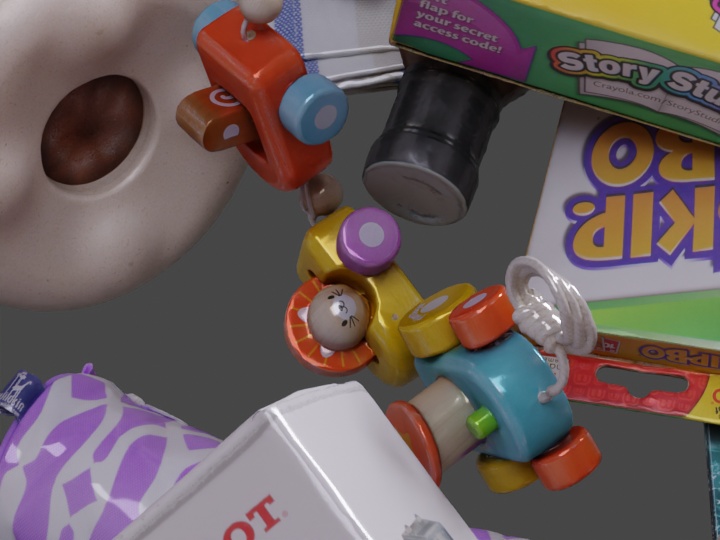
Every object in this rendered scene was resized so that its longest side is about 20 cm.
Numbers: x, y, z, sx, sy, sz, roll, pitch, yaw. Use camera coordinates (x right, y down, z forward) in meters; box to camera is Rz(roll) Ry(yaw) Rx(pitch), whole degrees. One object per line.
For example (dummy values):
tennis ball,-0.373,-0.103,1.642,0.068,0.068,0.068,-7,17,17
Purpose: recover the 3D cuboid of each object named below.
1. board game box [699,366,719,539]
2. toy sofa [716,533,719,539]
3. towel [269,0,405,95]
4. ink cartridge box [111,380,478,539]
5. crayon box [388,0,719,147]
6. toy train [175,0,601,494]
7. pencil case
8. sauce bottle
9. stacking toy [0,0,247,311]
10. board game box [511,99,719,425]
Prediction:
board game box,0.184,0.029,0.848,0.134,0.028,0.202,-5,62,10
toy sofa,0.177,0.070,0.774,0.082,0.098,0.201,29,74,-3
towel,0.054,-0.137,0.963,0.198,0.024,0.148,-8,60,4
ink cartridge box,-0.006,0.155,0.731,0.145,0.085,0.201,-41,78,17
crayon box,0.128,-0.134,0.854,0.198,0.058,0.174,17,65,0
toy train,0.000,0.000,0.821,0.055,0.151,0.200,-34,52,-16
pencil case,-0.033,0.099,0.828,0.199,0.084,0.086,21,45,18
sauce bottle,0.051,-0.110,0.897,0.064,0.065,0.201,11,61,16
stacking toy,-0.143,-0.090,0.934,0.146,0.147,0.200,-40,46,-11
board game box,0.117,-0.042,0.870,0.095,0.030,0.202,8,66,16
